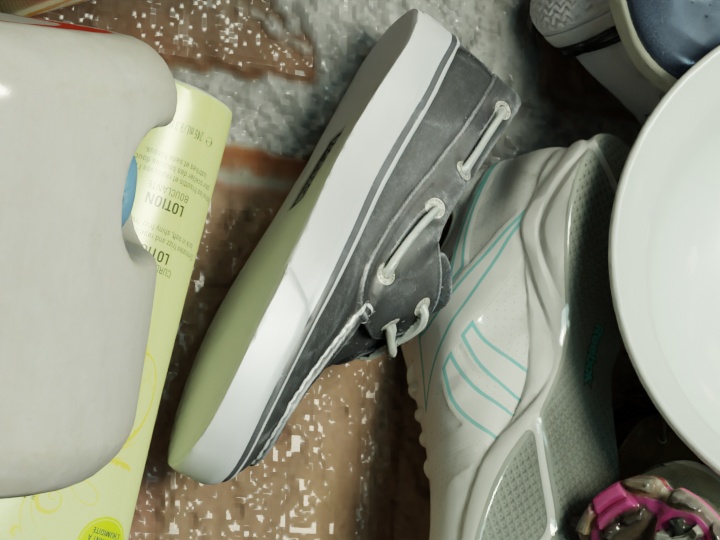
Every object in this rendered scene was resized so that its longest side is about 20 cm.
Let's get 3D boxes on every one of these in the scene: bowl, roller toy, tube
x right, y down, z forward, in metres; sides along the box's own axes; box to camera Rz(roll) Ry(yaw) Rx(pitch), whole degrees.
[{"bbox_3d":[0.188,0.009,0.899,0.199,0.090,0.203,0,73,1],"label":"bowl"},{"bbox_3d":[-0.148,-0.021,0.700,0.182,0.199,0.141,2,98,-50],"label":"roller toy"},{"bbox_3d":[-0.091,0.034,0.827,0.058,0.052,0.201,14,78,9],"label":"tube"}]

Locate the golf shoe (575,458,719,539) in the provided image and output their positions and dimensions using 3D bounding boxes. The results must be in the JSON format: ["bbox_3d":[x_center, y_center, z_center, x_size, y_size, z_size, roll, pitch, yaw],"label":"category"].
[{"bbox_3d":[0.155,0.155,0.865,0.092,0.072,0.201,-9,70,-59],"label":"golf shoe"}]

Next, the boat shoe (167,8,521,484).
[{"bbox_3d":[0.000,0.000,0.877,0.068,0.072,0.201,35,58,-12],"label":"boat shoe"}]

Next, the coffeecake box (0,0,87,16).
[{"bbox_3d":[-0.042,-0.142,0.816,0.199,0.153,0.074,-21,97,-34],"label":"coffeecake box"}]

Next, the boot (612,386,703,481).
[{"bbox_3d":[0.125,0.066,0.952,0.076,0.073,0.201,49,62,-34],"label":"boot"}]

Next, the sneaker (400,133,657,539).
[{"bbox_3d":[0.052,0.048,0.905,0.070,0.080,0.202,36,61,-43],"label":"sneaker"}]

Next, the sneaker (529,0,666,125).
[{"bbox_3d":[0.161,-0.127,1.008,0.200,0.075,0.115,-47,111,-24],"label":"sneaker"}]

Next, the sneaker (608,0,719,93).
[{"bbox_3d":[0.149,-0.163,0.915,0.074,0.084,0.201,19,74,-14],"label":"sneaker"}]
